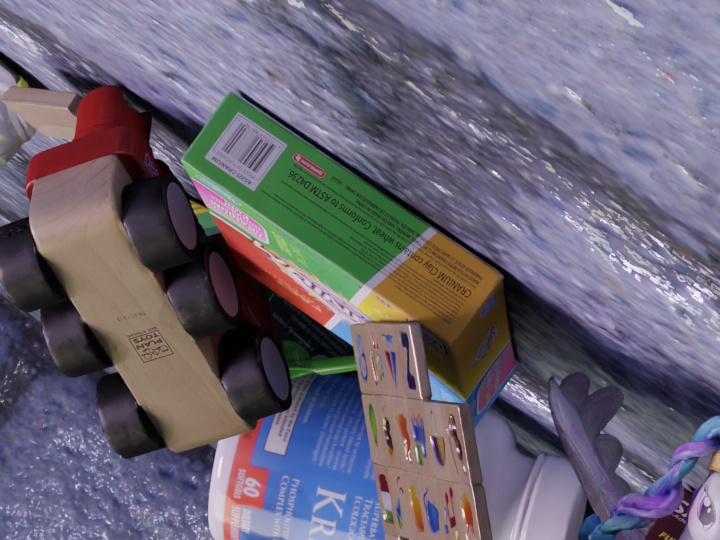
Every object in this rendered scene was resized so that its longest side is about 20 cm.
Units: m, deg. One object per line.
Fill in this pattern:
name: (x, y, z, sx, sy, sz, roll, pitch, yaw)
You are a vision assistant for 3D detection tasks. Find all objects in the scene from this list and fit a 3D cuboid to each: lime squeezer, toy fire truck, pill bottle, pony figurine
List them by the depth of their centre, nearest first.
pony figurine: (0.129, 0.141, 1.157, 0.166, 0.200, 0.193, 29, -173, 0)
toy fire truck: (-0.123, -0.022, 1.435, 0.200, 0.128, 0.176, -90, -23, -48)
lime squeezer: (-0.050, 0.035, 1.488, 0.200, 0.071, 0.038, 23, 166, 27)
pill bottle: (0.024, 0.124, 1.520, 0.199, 0.113, 0.112, 13, 167, 11)

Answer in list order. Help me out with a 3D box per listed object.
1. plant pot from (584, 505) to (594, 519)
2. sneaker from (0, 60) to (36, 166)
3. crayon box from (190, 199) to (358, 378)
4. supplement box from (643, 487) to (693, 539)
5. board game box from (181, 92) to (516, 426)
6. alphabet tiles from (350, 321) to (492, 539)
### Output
plant pot: (0.082, 0.205, 1.664, 0.134, 0.201, 0.200, -6, 145, 37)
sneaker: (-0.283, -0.128, 1.608, 0.200, 0.076, 0.075, 35, 173, 13)
crayon box: (-0.083, 0.008, 1.632, 0.126, 0.052, 0.200, 43, 170, -38)
supplement box: (0.139, 0.219, 1.384, 0.061, 0.200, 0.109, 31, 171, 24)
board game box: (0.000, 0.000, 1.288, 0.153, 0.040, 0.200, 34, 171, 13)
alphabet tiles: (0.031, 0.105, 1.188, 0.200, 0.008, 0.168, 173, 87, -78)
